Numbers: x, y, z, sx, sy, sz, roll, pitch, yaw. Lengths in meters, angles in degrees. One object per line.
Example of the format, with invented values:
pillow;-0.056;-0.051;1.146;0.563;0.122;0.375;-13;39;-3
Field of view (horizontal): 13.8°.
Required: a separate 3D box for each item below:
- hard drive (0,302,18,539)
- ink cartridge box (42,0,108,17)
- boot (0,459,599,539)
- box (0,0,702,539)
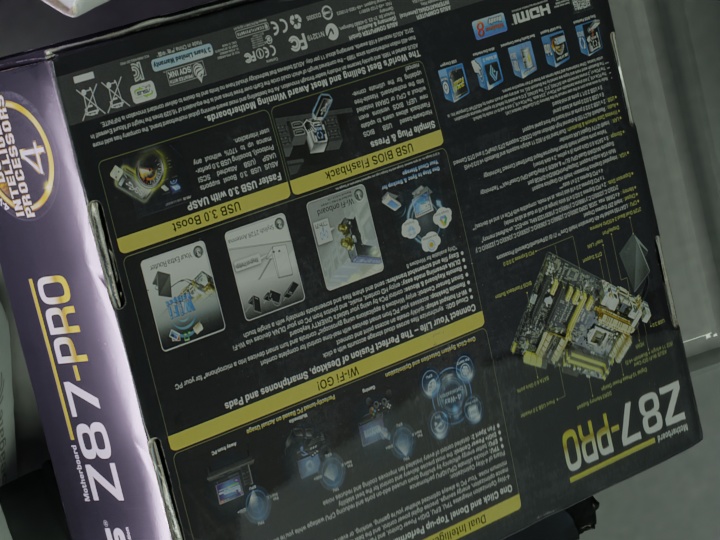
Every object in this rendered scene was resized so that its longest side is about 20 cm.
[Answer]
hard drive;-0.146;0.109;0.828;0.027;0.200;0.133;9;120;15
ink cartridge box;-0.031;-0.180;0.739;0.084;0.176;0.201;32;110;6
boot;-0.002;0.109;0.924;0.167;0.077;0.201;-22;124;-3
box;0.000;0.000;0.795;0.199;0.049;0.162;-21;99;-42
